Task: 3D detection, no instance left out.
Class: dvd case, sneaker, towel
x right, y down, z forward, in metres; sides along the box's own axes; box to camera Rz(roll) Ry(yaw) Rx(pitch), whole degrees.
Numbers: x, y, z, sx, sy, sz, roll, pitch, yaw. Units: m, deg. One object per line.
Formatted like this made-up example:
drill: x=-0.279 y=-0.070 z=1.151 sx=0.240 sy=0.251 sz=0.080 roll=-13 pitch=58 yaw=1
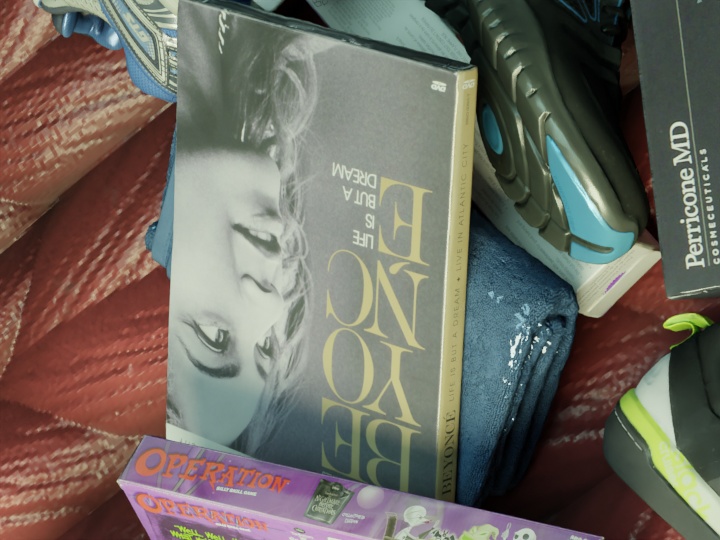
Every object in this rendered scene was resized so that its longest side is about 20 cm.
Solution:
dvd case: x=-0.019 y=0.003 z=1.140 sx=0.148 sy=0.016 sz=0.201 roll=18 pitch=115 yaw=39
sneaker: x=0.077 y=-0.093 z=1.119 sx=0.082 sy=0.073 sz=0.200 roll=-13 pitch=59 yaw=-14
sneaker: x=-0.116 y=-0.143 z=1.246 sx=0.200 sy=0.077 sz=0.085 roll=50 pitch=124 yaw=40
sneaker: x=0.172 y=0.088 z=1.064 sx=0.200 sy=0.072 sz=0.083 roll=42 pitch=99 yaw=26
towel: x=0.000 y=0.000 z=1.166 sx=0.200 sy=0.048 sz=0.112 roll=38 pitch=127 yaw=30

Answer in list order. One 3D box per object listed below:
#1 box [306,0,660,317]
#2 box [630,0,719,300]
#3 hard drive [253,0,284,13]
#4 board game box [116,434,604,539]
box: x=0.043 y=-0.066 z=1.174 sx=0.041 sy=0.039 sz=0.200 roll=-47 pitch=64 yaw=16
box: x=0.198 y=-0.099 z=1.045 sx=0.182 sy=0.104 sz=0.201 roll=-7 pitch=88 yaw=26
hard drive: x=0.020 y=-0.205 z=1.160 sx=0.200 sy=0.027 sz=0.132 roll=-44 pitch=26 yaw=20
board game box: x=0.013 y=0.125 z=1.120 sx=0.199 sy=0.120 sz=0.032 roll=11 pitch=59 yaw=28
